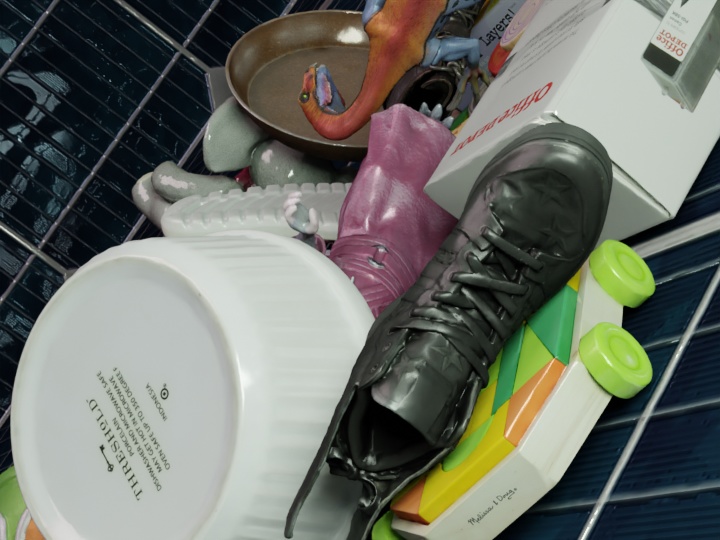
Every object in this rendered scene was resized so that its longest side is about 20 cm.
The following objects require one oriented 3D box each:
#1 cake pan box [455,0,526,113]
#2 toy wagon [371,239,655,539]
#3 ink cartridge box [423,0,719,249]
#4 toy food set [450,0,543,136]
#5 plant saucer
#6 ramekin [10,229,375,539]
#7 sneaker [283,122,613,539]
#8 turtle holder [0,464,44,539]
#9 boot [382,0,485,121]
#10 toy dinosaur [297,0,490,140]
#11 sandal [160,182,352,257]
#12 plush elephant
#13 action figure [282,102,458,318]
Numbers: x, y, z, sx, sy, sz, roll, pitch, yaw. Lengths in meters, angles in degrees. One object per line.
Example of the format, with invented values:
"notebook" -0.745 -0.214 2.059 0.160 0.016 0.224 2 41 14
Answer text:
"cake pan box" 0.141 -0.242 1.301 0.184 0.052 0.200 -40 18 42
"toy wagon" 0.070 0.049 0.762 0.155 0.040 0.200 -46 14 31
"ink cartridge box" 0.136 -0.108 0.847 0.200 0.083 0.147 -57 12 -22
"toy food set" 0.115 -0.128 1.076 0.200 0.049 0.198 -44 15 39
"plant saucer" -0.011 -0.147 1.338 0.201 0.199 0.035 -67 -13 -48
"ramekin" -0.088 0.074 0.827 0.202 0.203 0.094 -48 -30 21
"sneaker" 0.037 0.034 0.703 0.200 0.060 0.104 -51 9 35
"turtle holder" -0.204 0.206 1.130 0.185 0.141 0.132 -34 38 39
"boot" 0.070 -0.181 1.174 0.175 0.069 0.200 -80 17 -51
"toy dinosaur" 0.022 -0.161 0.954 0.182 0.105 0.200 -54 -19 -1
"sandal" -0.041 -0.028 1.175 0.083 0.201 0.050 -62 -30 -61
"plush elephant" -0.084 -0.058 1.389 0.155 0.165 0.200 -45 10 -5
"action figure" 0.000 0.000 0.945 0.149 0.134 0.200 -38 17 54
